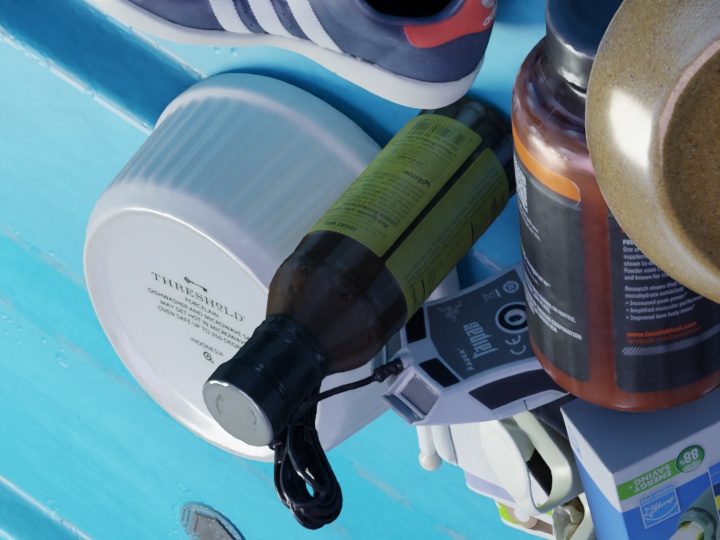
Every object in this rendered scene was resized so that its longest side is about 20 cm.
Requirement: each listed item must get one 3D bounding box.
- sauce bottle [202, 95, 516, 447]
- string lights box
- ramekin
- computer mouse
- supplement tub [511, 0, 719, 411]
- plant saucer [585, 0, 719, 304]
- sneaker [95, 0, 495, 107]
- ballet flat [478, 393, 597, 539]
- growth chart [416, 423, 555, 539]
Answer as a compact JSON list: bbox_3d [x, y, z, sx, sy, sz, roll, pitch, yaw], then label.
[{"bbox_3d":[0.000,0.000,1.363,0.064,0.200,0.065,28,145,23],"label":"sauce bottle"},{"bbox_3d":[0.170,0.131,1.417,0.059,0.102,0.201,54,166,51],"label":"string lights box"},{"bbox_3d":[-0.053,0.008,1.506,0.202,0.094,0.203,29,143,25],"label":"ramekin"},{"bbox_3d":[0.045,0.049,1.393,0.044,0.199,0.110,79,170,-45],"label":"computer mouse"},{"bbox_3d":[0.120,-0.040,1.281,0.106,0.107,0.201,23,143,26],"label":"supplement tub"},{"bbox_3d":[0.188,-0.052,1.172,0.199,0.036,0.201,3,124,4],"label":"plant saucer"},{"bbox_3d":[-0.033,-0.142,1.311,0.199,0.075,0.085,14,140,-6],"label":"sneaker"},{"bbox_3d":[0.109,0.109,1.466,0.073,0.073,0.200,-13,120,51],"label":"ballet flat"},{"bbox_3d":[0.104,0.105,1.541,0.199,0.018,0.145,25,144,23],"label":"growth chart"}]
